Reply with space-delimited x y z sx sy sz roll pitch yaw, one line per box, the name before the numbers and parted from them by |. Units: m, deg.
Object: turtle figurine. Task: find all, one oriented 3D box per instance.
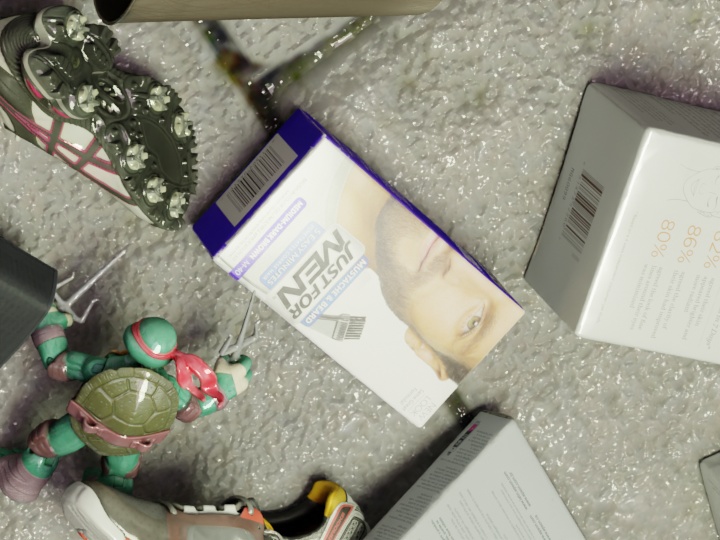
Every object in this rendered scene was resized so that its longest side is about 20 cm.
turtle figurine | -0.156 0.076 1.611 0.150 0.101 0.200 28 123 -8

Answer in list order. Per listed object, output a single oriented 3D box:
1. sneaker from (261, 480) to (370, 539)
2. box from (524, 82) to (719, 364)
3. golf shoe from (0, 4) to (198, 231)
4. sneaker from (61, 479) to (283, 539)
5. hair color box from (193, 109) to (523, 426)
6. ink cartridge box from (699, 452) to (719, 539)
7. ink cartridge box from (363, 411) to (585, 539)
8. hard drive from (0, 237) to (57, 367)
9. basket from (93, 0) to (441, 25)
sneaker | -0.087 0.206 1.720 0.200 0.078 0.082 -25 113 -18
box | 0.238 -0.025 1.709 0.200 0.106 0.152 12 107 -22
golf shoe | -0.171 -0.097 1.569 0.200 0.088 0.077 52 49 -45
sneaker | -0.107 0.175 1.638 0.200 0.077 0.082 36 77 -30
hair color box | 0.000 0.000 1.656 0.200 0.065 0.109 40 95 -29
ink cartridge box | 0.336 0.215 1.862 0.115 0.068 0.200 -23 117 -8
ink cartridge box | 0.077 0.236 1.753 0.200 0.043 0.196 -44 121 -23
hard drive | -0.294 0.050 1.560 0.200 0.042 0.135 -40 138 14
basket | -0.045 -0.225 1.522 0.200 0.136 0.181 5 114 -24
